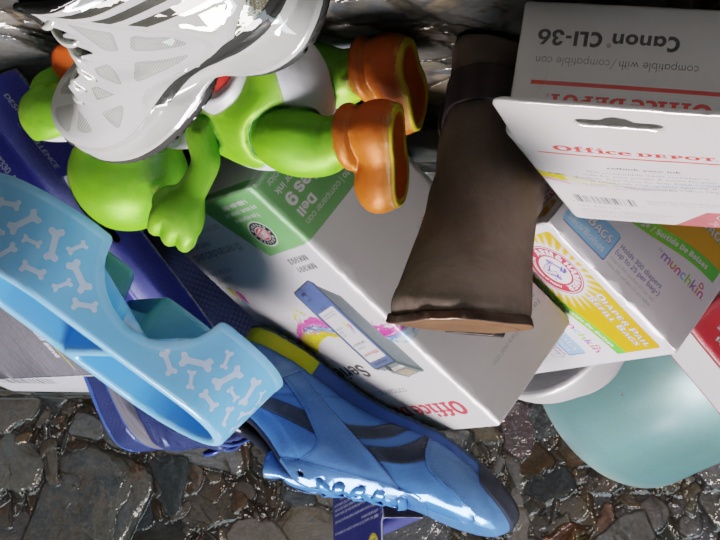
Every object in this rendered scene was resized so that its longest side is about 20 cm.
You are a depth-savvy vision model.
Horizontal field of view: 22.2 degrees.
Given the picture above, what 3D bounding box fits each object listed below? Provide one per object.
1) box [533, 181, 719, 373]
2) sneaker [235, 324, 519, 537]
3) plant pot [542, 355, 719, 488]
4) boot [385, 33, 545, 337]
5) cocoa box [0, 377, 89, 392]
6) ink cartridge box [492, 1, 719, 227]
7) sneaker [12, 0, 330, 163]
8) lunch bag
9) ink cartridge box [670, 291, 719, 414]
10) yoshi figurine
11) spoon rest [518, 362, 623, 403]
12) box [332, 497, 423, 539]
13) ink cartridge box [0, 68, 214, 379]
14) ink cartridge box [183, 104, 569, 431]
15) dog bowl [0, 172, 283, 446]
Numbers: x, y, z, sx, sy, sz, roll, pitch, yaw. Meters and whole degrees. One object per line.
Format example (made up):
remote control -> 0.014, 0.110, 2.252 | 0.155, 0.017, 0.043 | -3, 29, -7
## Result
box -> 0.121, -0.014, 1.090 | 0.112, 0.101, 0.200 | 45, 156, -15
sneaker -> -0.006, 0.113, 1.068 | 0.200, 0.078, 0.066 | 30, 156, 11
plant pot -> 0.251, 0.046, 1.349 | 0.200, 0.201, 0.161 | 7, 159, -34
boot -> 0.056, -0.042, 0.896 | 0.070, 0.146, 0.200 | 5, 178, 7
cocoa box -> -0.186, 0.025, 1.426 | 0.200, 0.131, 0.133 | 1, 171, 3
ink cartridge box -> 0.141, -0.076, 0.873 | 0.116, 0.068, 0.200 | 5, 170, 19
sneaker -> -0.110, -0.111, 0.779 | 0.115, 0.076, 0.200 | 17, 156, -31
lunch bag -> -0.111, 0.027, 1.193 | 0.136, 0.200, 0.132 | -25, -167, -38
ink cartridge box -> 0.301, 0.029, 1.063 | 0.200, 0.144, 0.084 | -39, 174, -8
yoshi figurine -> -0.070, -0.064, 0.923 | 0.200, 0.112, 0.112 | 2, 178, 13
spoon rest -> 0.174, 0.028, 1.158 | 0.200, 0.099, 0.061 | -20, 122, 23
box -> 0.008, 0.103, 1.193 | 0.032, 0.200, 0.121 | 3, 165, -15
ink cartridge box -> -0.212, -0.017, 1.082 | 0.200, 0.047, 0.198 | -5, 129, 47
ink cartridge box -> 0.000, 0.000, 1.052 | 0.200, 0.088, 0.145 | 43, 157, -17
dog bowl -> -0.135, 0.026, 0.991 | 0.200, 0.050, 0.111 | 39, 163, -19
